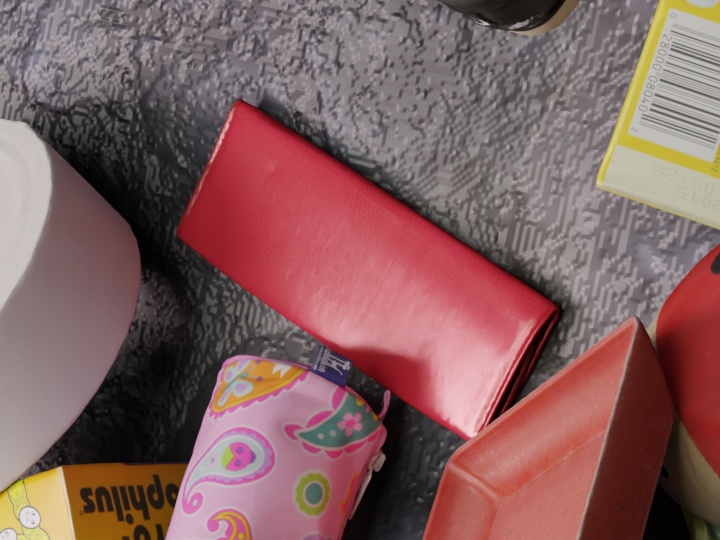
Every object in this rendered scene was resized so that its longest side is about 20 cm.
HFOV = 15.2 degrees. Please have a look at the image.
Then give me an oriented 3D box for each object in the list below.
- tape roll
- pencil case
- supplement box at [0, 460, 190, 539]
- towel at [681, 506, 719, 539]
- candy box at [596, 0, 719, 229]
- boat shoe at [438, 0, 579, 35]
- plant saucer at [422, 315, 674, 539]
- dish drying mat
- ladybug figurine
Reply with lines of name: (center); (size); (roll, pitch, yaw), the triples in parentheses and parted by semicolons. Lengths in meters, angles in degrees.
tape roll: (-0.203, 0.026, 1.286); (0.202, 0.071, 0.203); (-26, 39, 23)
pencil case: (-0.050, 0.135, 1.199); (0.087, 0.087, 0.201); (7, 69, 34)
supplement box: (-0.174, 0.167, 1.299); (0.199, 0.109, 0.110); (-18, 78, 31)
towel: (0.220, 0.082, 1.093); (0.200, 0.018, 0.086); (-26, 75, 30)
candy box: (0.167, -0.109, 1.002); (0.102, 0.026, 0.201); (19, 92, 1)
boat shoe: (0.079, -0.189, 1.026); (0.073, 0.063, 0.202); (26, 98, 31)
plant saucer: (0.060, 0.140, 1.089); (0.200, 0.037, 0.200); (-46, 23, 61)
dish drying mat: (0.000, 0.000, 1.244); (0.200, 0.018, 0.077); (34, 107, 31)
ladybug figurine: (0.186, 0.027, 1.075); (0.200, 0.072, 0.136); (-34, 59, 25)
